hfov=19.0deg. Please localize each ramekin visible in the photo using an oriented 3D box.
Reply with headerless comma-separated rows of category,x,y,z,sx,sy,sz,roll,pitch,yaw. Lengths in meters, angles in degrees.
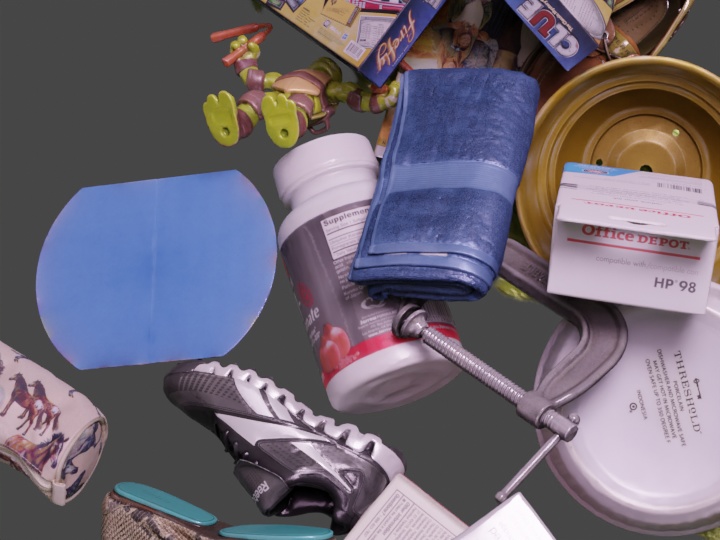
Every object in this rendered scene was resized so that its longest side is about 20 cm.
ramekin,0.225,0.100,1.596,0.201,0.094,0.204,0,87,9

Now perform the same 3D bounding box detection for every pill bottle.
pill bottle,0.000,0.000,1.660,0.110,0.111,0.201,-17,70,-4

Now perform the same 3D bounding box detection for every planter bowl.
planter bowl,0.222,-0.071,1.674,0.199,0.083,0.202,2,103,8

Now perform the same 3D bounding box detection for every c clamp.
c clamp,0.098,0.054,1.545,0.171,0.027,0.200,-37,52,-17

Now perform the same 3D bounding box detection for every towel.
towel,0.065,-0.068,1.598,0.111,0.049,0.201,0,53,22

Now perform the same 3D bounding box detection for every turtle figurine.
turtle figurine,-0.059,-0.140,1.711,0.199,0.065,0.161,18,27,20

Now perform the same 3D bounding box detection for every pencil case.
pencil case,-0.286,0.101,1.650,0.199,0.078,0.090,31,54,12

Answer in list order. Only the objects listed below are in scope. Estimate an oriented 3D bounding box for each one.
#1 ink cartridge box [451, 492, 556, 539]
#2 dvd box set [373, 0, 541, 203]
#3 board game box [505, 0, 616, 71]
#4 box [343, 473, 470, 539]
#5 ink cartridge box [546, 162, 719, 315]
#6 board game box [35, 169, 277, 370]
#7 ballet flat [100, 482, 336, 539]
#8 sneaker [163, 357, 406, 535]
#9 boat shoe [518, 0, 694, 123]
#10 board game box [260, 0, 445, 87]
ink cartridge box,0.070,0.270,1.458,0.199,0.088,0.146,-34,73,-6
dvd box set,0.104,-0.160,1.756,0.145,0.029,0.201,15,71,7
board game box,0.143,-0.249,1.664,0.035,0.200,0.136,-37,102,28
box,0.066,0.265,1.563,0.200,0.109,0.128,38,76,14
ink cartridge box,0.194,-0.021,1.542,0.115,0.200,0.067,8,105,6
board game box,-0.156,0.006,1.699,0.199,0.039,0.159,-6,65,13
ballet flat,-0.107,0.212,1.603,0.199,0.068,0.076,10,96,25
sneaker,-0.070,0.137,1.630,0.199,0.067,0.091,25,58,9
boat shoe,0.193,-0.175,1.712,0.072,0.068,0.200,46,66,-10
board game box,-0.011,-0.247,1.704,0.136,0.035,0.200,-53,49,2
